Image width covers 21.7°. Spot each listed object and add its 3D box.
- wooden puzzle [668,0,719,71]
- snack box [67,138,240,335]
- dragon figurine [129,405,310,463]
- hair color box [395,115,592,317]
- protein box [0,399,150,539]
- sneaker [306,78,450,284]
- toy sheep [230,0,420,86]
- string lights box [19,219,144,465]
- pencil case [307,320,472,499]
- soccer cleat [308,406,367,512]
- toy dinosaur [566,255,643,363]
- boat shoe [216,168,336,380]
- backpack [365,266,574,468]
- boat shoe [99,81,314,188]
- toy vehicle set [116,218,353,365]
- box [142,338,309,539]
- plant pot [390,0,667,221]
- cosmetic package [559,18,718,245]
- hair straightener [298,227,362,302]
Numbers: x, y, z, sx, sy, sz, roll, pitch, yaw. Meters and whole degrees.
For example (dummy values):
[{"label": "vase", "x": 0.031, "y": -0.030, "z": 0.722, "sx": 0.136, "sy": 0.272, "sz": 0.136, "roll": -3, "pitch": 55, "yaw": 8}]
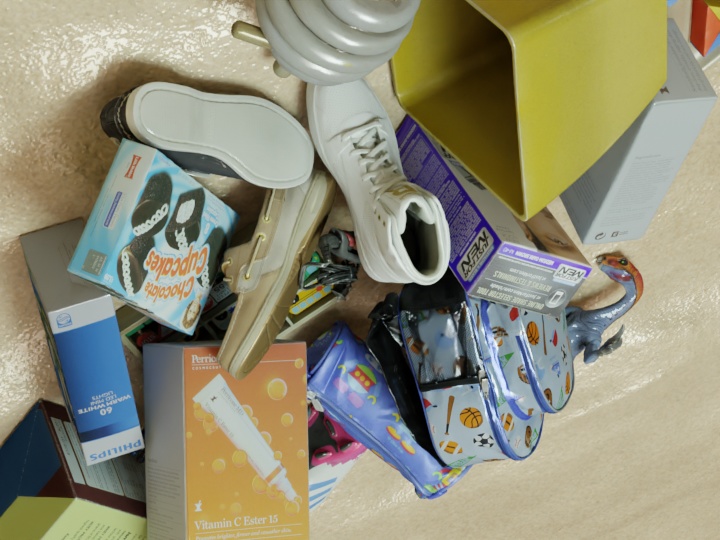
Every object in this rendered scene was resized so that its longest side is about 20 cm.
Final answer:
[{"label": "wooden puzzle", "x": 0.327, "y": -0.277, "z": 1.676, "sx": 0.185, "sy": 0.046, "sz": 0.200, "roll": -39, "pitch": 136, "yaw": 11}, {"label": "snack box", "x": -0.168, "y": -0.024, "z": 1.570, "sx": 0.116, "sy": 0.037, "sz": 0.200, "roll": -68, "pitch": 160, "yaw": -7}, {"label": "dragon figurine", "x": -0.125, "y": 0.148, "z": 1.812, "sx": 0.200, "sy": 0.059, "sz": 0.100, "roll": -32, "pitch": 108, "yaw": -29}, {"label": "hair color box", "x": 0.108, "y": -0.051, "z": 1.660, "sx": 0.109, "sy": 0.200, "sz": 0.065, "roll": 14, "pitch": 121, "yaw": -37}, {"label": "protein box", "x": -0.266, "y": 0.260, "z": 1.806, "sx": 0.200, "sy": 0.135, "sz": 0.199, "roll": 24, "pitch": 116, "yaw": -40}, {"label": "sneaker", "x": 0.023, "y": -0.082, "z": 1.595, "sx": 0.074, "sy": 0.116, "sz": 0.201, "roll": -25, "pitch": 103, "yaw": -19}, {"label": "toy sheep", "x": -0.025, "y": -0.212, "z": 1.500, "sx": 0.138, "sy": 0.138, "sz": 0.200, "roll": 2, "pitch": 159, "yaw": -29}, {"label": "string lights box", "x": -0.243, "y": 0.066, "z": 1.658, "sx": 0.059, "sy": 0.103, "sz": 0.200, "roll": -17, "pitch": 135, "yaw": -12}, {"label": "pencil case", "x": 0.021, "y": 0.139, "z": 1.819, "sx": 0.200, "sy": 0.087, "sz": 0.078, "roll": 42, "pitch": 145, "yaw": -8}, {"label": "soccer cleat", "x": -0.042, "y": 0.191, "z": 1.919, "sx": 0.200, "sy": 0.070, "sz": 0.086, "roll": -43, "pitch": 154, "yaw": 15}, {"label": "toy dinosaur", "x": 0.205, "y": 0.059, "z": 1.935, "sx": 0.181, "sy": 0.105, "sz": 0.200, "roll": -29, "pitch": 172, "yaw": -14}, {"label": "boat shoe", "x": -0.087, "y": -0.003, "z": 1.650, "sx": 0.074, "sy": 0.069, "sz": 0.200, "roll": 84, "pitch": 30, "yaw": -74}, {"label": "backpack", "x": 0.116, "y": 0.082, "z": 1.733, "sx": 0.154, "sy": 0.200, "sz": 0.191, "roll": -1, "pitch": 107, "yaw": 26}, {"label": "boat shoe", "x": -0.127, "y": -0.111, "z": 1.585, "sx": 0.200, "sy": 0.074, "sz": 0.060, "roll": 9, "pitch": 171, "yaw": -42}, {"label": "toy vehicle set", "x": -0.118, "y": 0.030, "z": 1.746, "sx": 0.200, "sy": 0.027, "sz": 0.124, "roll": -33, "pitch": 137, "yaw": 5}, {"label": "box", "x": -0.121, "y": 0.164, "z": 1.702, "sx": 0.124, "sy": 0.097, "sz": 0.201, "roll": -2, "pitch": 91, "yaw": -28}, {"label": "plant pot", "x": 0.146, "y": -0.200, "z": 1.559, "sx": 0.176, "sy": 0.200, "sz": 0.200, "roll": -28, "pitch": 138, "yaw": -17}, {"label": "cosmetic package", "x": 0.243, "y": -0.124, "z": 1.711, "sx": 0.074, "sy": 0.102, "sz": 0.200, "roll": -8, "pitch": 146, "yaw": -23}, {"label": "hair straightener", "x": 0.000, "y": 0.000, "z": 1.703, "sx": 0.077, "sy": 0.041, "sz": 0.200, "roll": -63, "pitch": 159, "yaw": 14}]
